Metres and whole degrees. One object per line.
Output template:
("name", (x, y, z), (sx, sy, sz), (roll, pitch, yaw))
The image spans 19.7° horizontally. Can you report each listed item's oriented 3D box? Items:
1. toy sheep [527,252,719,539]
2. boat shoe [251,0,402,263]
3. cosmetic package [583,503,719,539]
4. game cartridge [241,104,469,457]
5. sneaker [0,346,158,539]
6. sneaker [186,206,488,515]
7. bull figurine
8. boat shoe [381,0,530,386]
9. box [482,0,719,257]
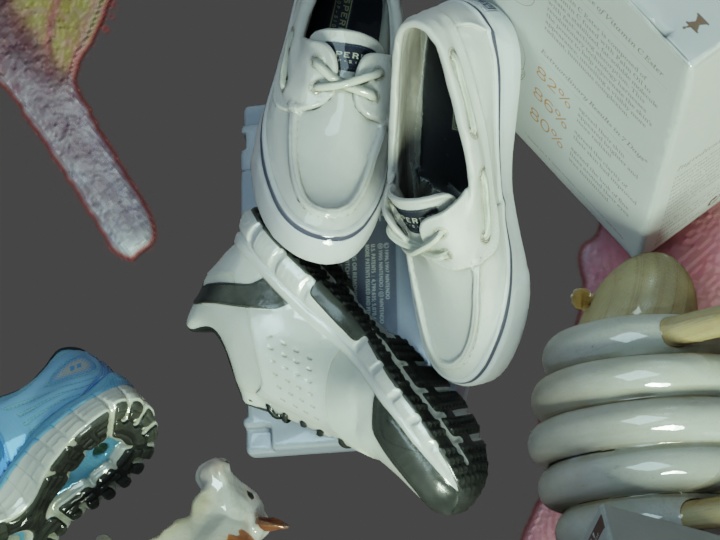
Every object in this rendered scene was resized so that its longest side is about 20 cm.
("toy sheep", (0.148, 0.089, 1.028), (0.137, 0.138, 0.201), (-5, 72, 15))
("boat shoe", (-0.010, -0.100, 1.094), (0.072, 0.066, 0.201), (15, 55, -5))
("cosmetic package", (0.186, 0.192, 0.955), (0.199, 0.090, 0.107), (13, 117, -13))
("game cartridge", (0.000, 0.000, 1.143), (0.132, 0.042, 0.201), (-3, 76, 11))
("sneaker", (-0.206, 0.123, 1.164), (0.200, 0.078, 0.090), (-41, 51, 0))
("sneaker", (-0.012, 0.060, 1.085), (0.080, 0.074, 0.200), (-48, 64, 12))
("bull figurine", (-0.115, 0.192, 1.089), (0.065, 0.121, 0.201), (14, 84, 50))
("boat shoe", (0.043, -0.034, 1.046), (0.072, 0.066, 0.201), (18, 113, 38))
("box", (0.140, -0.127, 1.035), (0.106, 0.200, 0.152), (-35, 70, -16))
